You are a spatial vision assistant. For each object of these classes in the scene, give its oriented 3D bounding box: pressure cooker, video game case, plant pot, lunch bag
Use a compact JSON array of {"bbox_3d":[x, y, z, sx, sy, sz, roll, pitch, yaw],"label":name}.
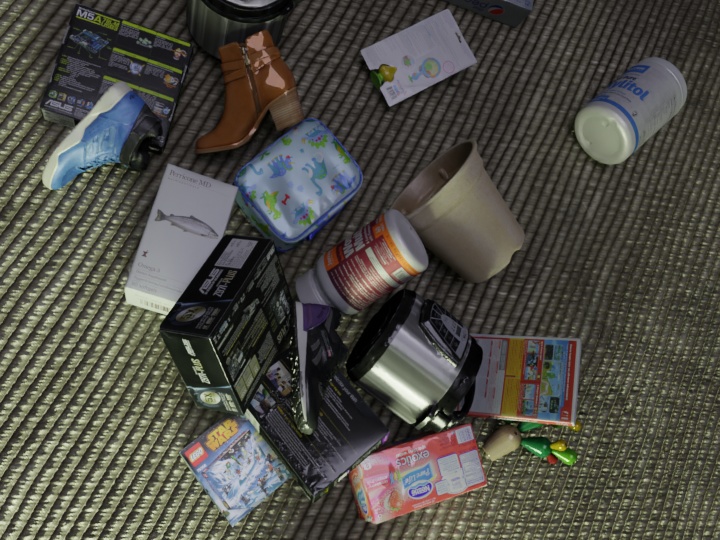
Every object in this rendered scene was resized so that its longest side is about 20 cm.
[{"bbox_3d":[0.098,0.150,1.154,0.199,0.179,0.177,38,80,-5],"label":"pressure cooker"},{"bbox_3d":[0.260,0.178,1.210,0.197,0.017,0.145,0,63,26],"label":"video game case"},{"bbox_3d":[-0.194,-0.458,1.193,0.175,0.200,0.179,-38,86,-23],"label":"pressure cooker"},{"bbox_3d":[0.175,-0.087,1.245,0.184,0.200,0.201,46,68,-15],"label":"plant pot"},{"bbox_3d":[-0.104,-0.139,1.213,0.200,0.082,0.161,-42,91,-21],"label":"lunch bag"}]

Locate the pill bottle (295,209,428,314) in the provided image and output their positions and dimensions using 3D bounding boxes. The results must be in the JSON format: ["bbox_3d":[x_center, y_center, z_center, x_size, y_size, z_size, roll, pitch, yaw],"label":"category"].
[{"bbox_3d":[0.000,0.000,1.151,0.199,0.109,0.110,-33,87,18],"label":"pill bottle"}]

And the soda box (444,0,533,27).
[{"bbox_3d":[0.238,-0.549,1.423,0.197,0.068,0.064,15,74,-13],"label":"soda box"}]

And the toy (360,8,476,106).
[{"bbox_3d":[0.105,-0.392,1.357,0.198,0.047,0.116,-29,90,-18],"label":"toy"}]

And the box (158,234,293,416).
[{"bbox_3d":[-0.183,0.075,1.054,0.085,0.165,0.201,6,45,22],"label":"box"}]

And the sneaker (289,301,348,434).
[{"bbox_3d":[-0.056,0.137,1.064,0.086,0.076,0.203,3,60,-12],"label":"sneaker"}]

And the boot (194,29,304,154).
[{"bbox_3d":[-0.202,-0.283,1.176,0.198,0.077,0.157,-20,103,12],"label":"boot"}]

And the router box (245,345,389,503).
[{"bbox_3d":[-0.074,0.217,1.088,0.148,0.051,0.200,-35,72,-21],"label":"router box"}]

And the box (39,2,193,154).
[{"bbox_3d":[-0.392,-0.310,1.183,0.197,0.047,0.196,15,72,-13],"label":"box"}]

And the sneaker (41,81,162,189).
[{"bbox_3d":[-0.388,-0.177,1.115,0.111,0.077,0.200,42,92,-9],"label":"sneaker"}]

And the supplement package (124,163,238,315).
[{"bbox_3d":[-0.274,-0.038,1.117,0.115,0.117,0.203,17,72,-11],"label":"supplement package"}]

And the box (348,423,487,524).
[{"bbox_3d":[0.087,0.320,1.157,0.197,0.095,0.104,-13,81,-19],"label":"box"}]

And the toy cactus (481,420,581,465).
[{"bbox_3d":[0.278,0.260,1.246,0.164,0.102,0.201,-35,92,-2],"label":"toy cactus"}]

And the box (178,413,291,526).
[{"bbox_3d":[-0.160,0.271,1.121,0.199,0.040,0.138,-36,89,-22],"label":"box"}]

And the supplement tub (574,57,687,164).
[{"bbox_3d":[0.528,-0.312,1.425,0.199,0.132,0.132,-40,91,-22],"label":"supplement tub"}]
